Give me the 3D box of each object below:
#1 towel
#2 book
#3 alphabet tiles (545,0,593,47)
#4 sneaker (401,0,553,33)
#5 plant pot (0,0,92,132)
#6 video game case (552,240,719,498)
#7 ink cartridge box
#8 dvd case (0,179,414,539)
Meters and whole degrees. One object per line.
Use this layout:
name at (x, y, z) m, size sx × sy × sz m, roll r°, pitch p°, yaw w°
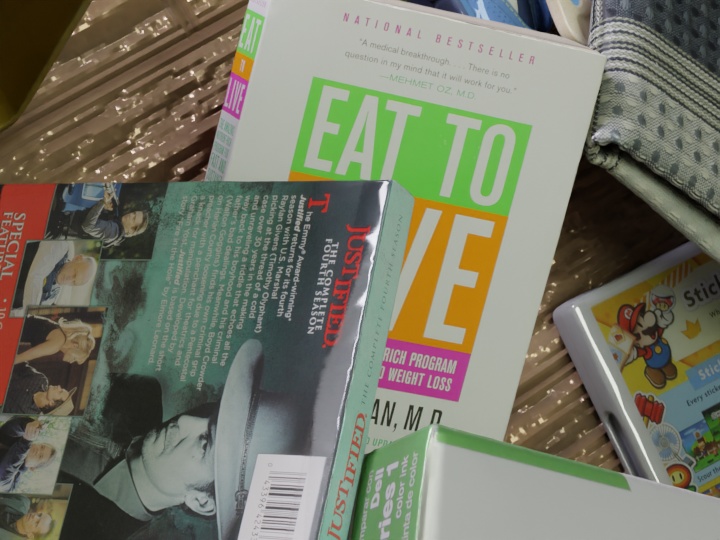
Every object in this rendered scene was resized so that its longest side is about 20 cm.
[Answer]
towel at (0.162, -0.078, 1.215) m, size 0.200 × 0.034 × 0.193 m, roll 32°, pitch 49°, yaw -32°
book at (0.000, 0.000, 1.115) m, size 0.133 × 0.048 × 0.201 m, roll 10°, pitch 100°, yaw -21°
alphabet tiles at (0.087, -0.179, 1.210) m, size 0.200 × 0.015 × 0.196 m, roll -4°, pitch 71°, yaw -51°
sneaker at (0.042, -0.122, 1.191) m, size 0.082 × 0.074 × 0.201 m, roll -21°, pitch 90°, yaw -35°
plant pot at (-0.216, -0.126, 1.004) m, size 0.200 × 0.200 × 0.177 m, roll -26°, pitch 80°, yaw -29°
video game case at (0.196, 0.060, 1.250) m, size 0.200 × 0.023 × 0.183 m, roll -25°, pitch 89°, yaw -28°
ink cartridge box at (0.033, 0.127, 1.048) m, size 0.144 × 0.200 × 0.084 m, roll 16°, pitch 68°, yaw -25°
dvd case at (-0.085, 0.038, 1.032) m, size 0.022 × 0.199 × 0.147 m, roll 39°, pitch 56°, yaw -52°
